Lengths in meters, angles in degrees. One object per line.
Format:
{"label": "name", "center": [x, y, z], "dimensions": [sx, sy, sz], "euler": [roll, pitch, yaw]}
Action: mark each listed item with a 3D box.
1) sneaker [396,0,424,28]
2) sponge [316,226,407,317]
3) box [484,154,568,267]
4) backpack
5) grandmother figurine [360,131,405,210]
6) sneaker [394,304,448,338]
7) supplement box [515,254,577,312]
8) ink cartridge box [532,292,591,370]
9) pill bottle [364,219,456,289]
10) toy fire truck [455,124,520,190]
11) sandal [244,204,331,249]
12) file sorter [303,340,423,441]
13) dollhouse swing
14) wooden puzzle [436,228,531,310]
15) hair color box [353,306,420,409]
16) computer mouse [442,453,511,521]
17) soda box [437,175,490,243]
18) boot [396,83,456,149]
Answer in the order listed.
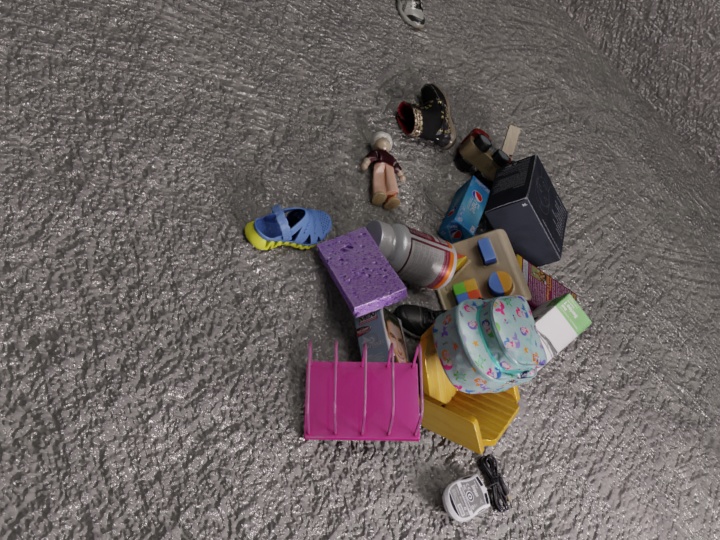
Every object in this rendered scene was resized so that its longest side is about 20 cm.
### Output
{"label": "sneaker", "center": [0.152, -0.808, 2.324], "dimensions": [0.075, 0.088, 0.202], "euler": [1, 60, -42]}
{"label": "sponge", "center": [0.000, 0.000, 1.527], "dimensions": [0.110, 0.030, 0.201], "euler": [-19, 45, -14]}
{"label": "box", "center": [0.420, -0.143, 1.979], "dimensions": [0.201, 0.123, 0.197], "euler": [55, 35, -25]}
{"label": "backpack", "center": [0.235, 0.135, 1.458], "dimensions": [0.198, 0.150, 0.179], "euler": [0, 65, -38]}
{"label": "grandmother figurine", "center": [0.056, -0.237, 1.828], "dimensions": [0.121, 0.060, 0.202], "euler": [24, 49, -38]}
{"label": "sneaker", "center": [0.166, 0.101, 1.640], "dimensions": [0.198, 0.087, 0.076], "euler": [20, 48, -29]}
{"label": "supplement box", "center": [0.404, 0.079, 1.853], "dimensions": [0.199, 0.103, 0.132], "euler": [32, 43, -17]}
{"label": "ink cartridge box", "center": [0.369, 0.149, 1.676], "dimensions": [0.199, 0.146, 0.085], "euler": [-37, 87, -17]}
{"label": "pill bottle", "center": [0.098, -0.035, 1.668], "dimensions": [0.198, 0.109, 0.111], "euler": [18, 49, -30]}
{"label": "toy fire truck", "center": [0.359, -0.326, 2.124], "dimensions": [0.175, 0.129, 0.201], "euler": [36, 31, -13]}
{"label": "sandal", "center": [-0.125, -0.090, 1.535], "dimensions": [0.199, 0.087, 0.080], "euler": [-13, 67, -47]}
{"label": "file sorter", "center": [0.005, 0.197, 1.324], "dimensions": [0.197, 0.126, 0.140], "euler": [1, 59, -2]}
{"label": "dollhouse swing", "center": [0.215, 0.200, 1.524], "dimensions": [0.180, 0.178, 0.200], "euler": [21, 33, 26]}
{"label": "wooden puzzle", "center": [0.260, 0.006, 1.751], "dimensions": [0.198, 0.046, 0.187], "euler": [-16, 64, -3]}
{"label": "hair color box", "center": [0.050, 0.175, 1.478], "dimensions": [0.099, 0.060, 0.202], "euler": [39, 33, -53]}
{"label": "computer mouse", "center": [0.206, 0.416, 1.472], "dimensions": [0.199, 0.044, 0.111], "euler": [-2, 66, -48]}
{"label": "soda box", "center": [0.255, -0.143, 1.918], "dimensions": [0.064, 0.068, 0.201], "euler": [40, 41, -9]}
{"label": "boot", "center": [0.162, -0.412, 2.045], "dimensions": [0.149, 0.073, 0.202], "euler": [5, 62, -38]}
